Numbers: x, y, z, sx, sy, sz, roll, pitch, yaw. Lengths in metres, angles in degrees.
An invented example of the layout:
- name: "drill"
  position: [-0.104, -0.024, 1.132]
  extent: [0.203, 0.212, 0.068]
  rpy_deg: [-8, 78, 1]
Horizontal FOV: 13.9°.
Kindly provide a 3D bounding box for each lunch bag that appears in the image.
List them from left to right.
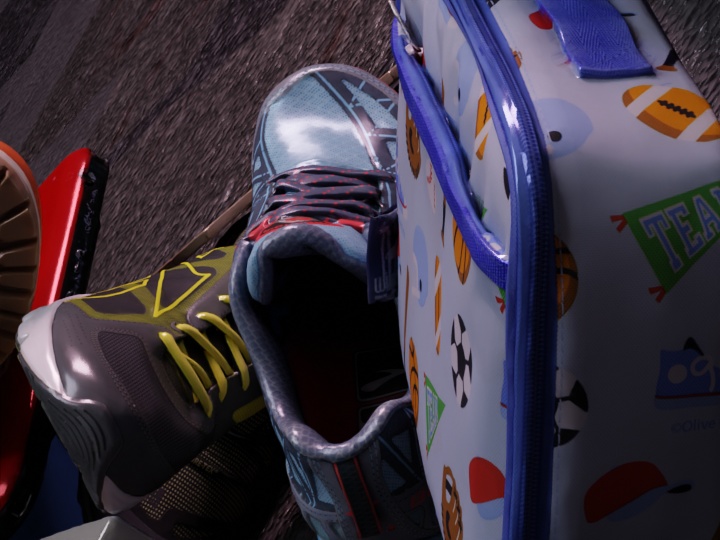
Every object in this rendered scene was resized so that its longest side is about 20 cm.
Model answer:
- name: "lunch bag"
  position: [0.049, -0.008, 0.793]
  extent: [0.200, 0.075, 0.161]
  rpy_deg: [-110, 16, -63]

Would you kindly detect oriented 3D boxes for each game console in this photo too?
- name: "game console"
  position: [-0.123, 0.083, 1.213]
  extent: [0.172, 0.119, 0.200]
  rpy_deg: [-44, 27, 38]

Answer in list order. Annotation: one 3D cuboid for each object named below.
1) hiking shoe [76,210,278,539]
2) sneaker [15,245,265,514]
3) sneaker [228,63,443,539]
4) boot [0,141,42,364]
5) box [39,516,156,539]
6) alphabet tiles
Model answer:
- name: "hiking shoe"
  position: [-0.049, 0.034, 1.181]
  extent: [0.101, 0.076, 0.200]
  rpy_deg: [-49, 14, 53]
- name: "sneaker"
  position: [-0.059, 0.024, 1.047]
  extent: [0.084, 0.075, 0.200]
  rpy_deg: [-26, 7, 13]
- name: "sneaker"
  position: [0.000, 0.000, 0.940]
  extent: [0.079, 0.096, 0.200]
  rpy_deg: [-21, 52, 10]
- name: "boot"
  position: [-0.155, 0.003, 1.088]
  extent: [0.200, 0.075, 0.107]
  rpy_deg: [119, 174, -46]
- name: "box"
  position: [-0.104, 0.193, 0.997]
  extent: [0.078, 0.095, 0.200]
  rpy_deg: [-25, 36, 63]
- name: "alphabet tiles"
  position: [-0.024, -0.052, 1.291]
  extent: [0.200, 0.006, 0.166]
  rpy_deg: [-42, 2, -35]
